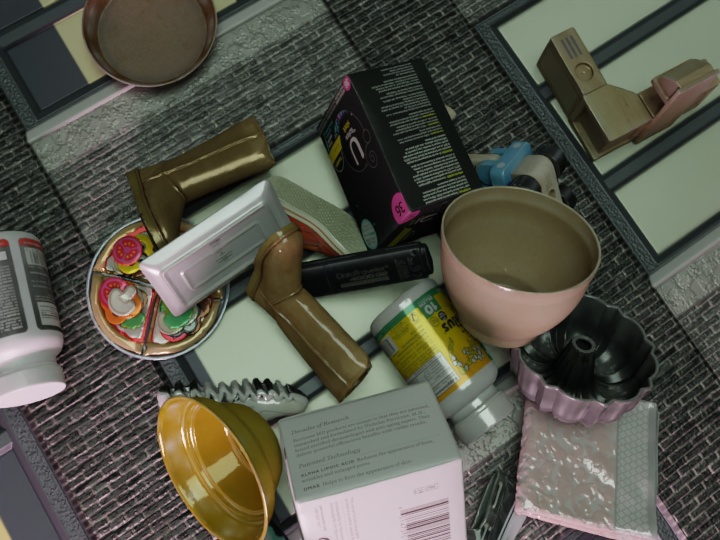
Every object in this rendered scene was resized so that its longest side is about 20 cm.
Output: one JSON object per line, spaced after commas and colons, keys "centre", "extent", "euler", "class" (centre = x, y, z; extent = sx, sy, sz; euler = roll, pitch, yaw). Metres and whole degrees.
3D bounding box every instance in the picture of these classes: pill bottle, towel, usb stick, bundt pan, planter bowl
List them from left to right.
{"centre": [-0.448, 0.063, 1.125], "extent": [0.113, 0.116, 0.204], "euler": [-16, 77, -8], "class": "pill bottle"}
{"centre": [-0.153, 0.226, 1.059], "extent": [0.083, 0.201, 0.202], "euler": [-28, 77, -41], "class": "planter bowl"}
{"centre": [0.000, 0.000, 1.175], "extent": [0.195, 0.056, 0.033], "euler": [-10, 31, 19], "class": "usb stick"}
{"centre": [0.110, 0.123, 1.155], "extent": [0.112, 0.113, 0.202], "euler": [-34, 80, -12], "class": "pill bottle"}
{"centre": [0.189, 0.008, 1.104], "extent": [0.195, 0.137, 0.203], "euler": [4, 42, -3], "class": "planter bowl"}
{"centre": [0.284, 0.123, 1.153], "extent": [0.196, 0.077, 0.204], "euler": [6, 40, -5], "class": "bundt pan"}
{"centre": [0.302, 0.242, 1.153], "extent": [0.186, 0.032, 0.204], "euler": [14, 57, -1], "class": "towel"}

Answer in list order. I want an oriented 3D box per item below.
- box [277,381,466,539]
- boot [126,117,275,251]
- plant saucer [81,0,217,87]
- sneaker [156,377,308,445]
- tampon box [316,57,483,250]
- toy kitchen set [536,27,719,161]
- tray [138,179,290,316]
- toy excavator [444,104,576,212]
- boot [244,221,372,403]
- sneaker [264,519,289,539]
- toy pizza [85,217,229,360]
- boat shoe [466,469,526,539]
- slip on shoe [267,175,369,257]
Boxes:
{"centre": [0.017, 0.269, 1.050], "extent": [0.195, 0.203, 0.132], "euler": [-13, 36, -7], "class": "box"}
{"centre": [-0.207, -0.117, 1.185], "extent": [0.196, 0.067, 0.177], "euler": [-24, 54, -9], "class": "boot"}
{"centre": [-0.307, -0.357, 1.288], "extent": [0.195, 0.035, 0.206], "euler": [1, 76, -4], "class": "plant saucer"}
{"centre": [-0.165, 0.186, 1.146], "extent": [0.194, 0.075, 0.083], "euler": [-1, 94, -6], "class": "sneaker"}
{"centre": [0.048, -0.153, 1.189], "extent": [0.124, 0.150, 0.204], "euler": [-18, 77, -25], "class": "tampon box"}
{"centre": [0.398, -0.300, 1.260], "extent": [0.197, 0.163, 0.183], "euler": [-26, 79, -11], "class": "toy kitchen set"}
{"centre": [-0.179, -0.023, 1.137], "extent": [0.198, 0.108, 0.022], "euler": [-35, 44, -8], "class": "tray"}
{"centre": [0.182, -0.136, 1.231], "extent": [0.197, 0.197, 0.100], "euler": [9, 44, 40], "class": "toy excavator"}
{"centre": [-0.056, 0.055, 1.137], "extent": [0.066, 0.176, 0.200], "euler": [-36, 77, -30], "class": "boot"}
{"centre": [-0.132, 0.385, 1.033], "extent": [0.140, 0.200, 0.078], "euler": [-44, 100, -8], "class": "sneaker"}
{"centre": [-0.277, 0.019, 1.193], "extent": [0.195, 0.032, 0.206], "euler": [1, 75, -4], "class": "toy pizza"}
{"centre": [0.149, 0.352, 1.123], "extent": [0.070, 0.072, 0.202], "euler": [33, 65, 1], "class": "boat shoe"}
{"centre": [-0.057, -0.054, 1.219], "extent": [0.198, 0.061, 0.075], "euler": [32, 39, -7], "class": "slip on shoe"}
